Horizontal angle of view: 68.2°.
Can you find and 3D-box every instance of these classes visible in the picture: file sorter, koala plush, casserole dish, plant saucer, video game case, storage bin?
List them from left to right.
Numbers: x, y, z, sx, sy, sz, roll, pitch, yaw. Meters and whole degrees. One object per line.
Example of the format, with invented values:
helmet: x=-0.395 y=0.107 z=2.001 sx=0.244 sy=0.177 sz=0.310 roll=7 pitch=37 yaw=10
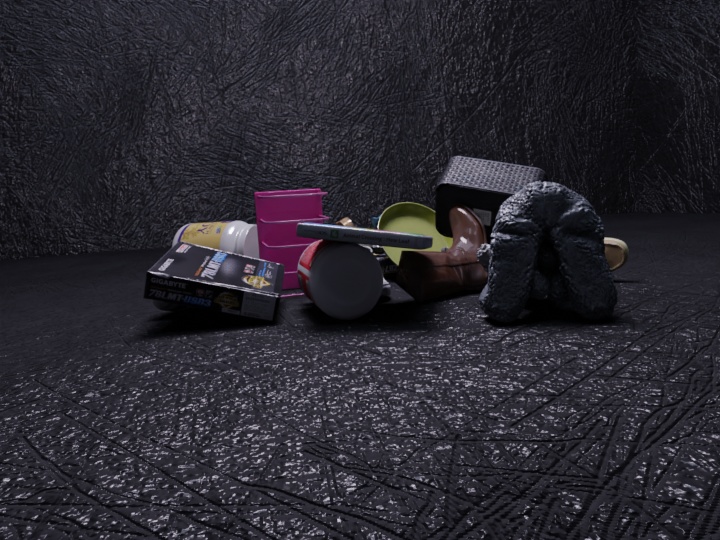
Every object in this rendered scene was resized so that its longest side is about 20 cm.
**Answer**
file sorter: x=-0.130 y=-0.055 z=1.055 sx=0.136 sy=0.204 sz=0.125 roll=-5 pitch=10 yaw=-14
video game case: x=0.016 y=-0.053 z=0.817 sx=0.178 sy=0.023 sz=0.200 roll=7 pitch=5 yaw=11
casserole dish: x=0.116 y=-0.078 z=1.273 sx=0.199 sy=0.039 sz=0.121 roll=36 pitch=-13 yaw=3
plant saucer: x=0.126 y=-0.063 z=1.181 sx=0.197 sy=0.203 sz=0.031 roll=-7 pitch=-29 yaw=-25
storage bin: x=0.254 y=-0.131 z=1.046 sx=0.197 sy=0.137 sz=0.094 roll=13 pitch=49 yaw=19
koala plush: x=0.257 y=-0.021 z=0.777 sx=0.174 sy=0.188 sz=0.200 roll=-2 pitch=-5 yaw=9

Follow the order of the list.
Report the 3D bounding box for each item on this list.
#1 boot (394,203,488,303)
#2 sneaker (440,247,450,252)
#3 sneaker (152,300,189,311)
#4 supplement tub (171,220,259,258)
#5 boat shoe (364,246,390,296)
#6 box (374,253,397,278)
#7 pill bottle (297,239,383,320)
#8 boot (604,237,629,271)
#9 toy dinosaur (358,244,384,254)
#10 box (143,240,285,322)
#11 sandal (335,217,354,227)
boot: x=0.136 y=-0.037 z=0.942 sx=0.197 sy=0.189 sz=0.065 roll=-7 pitch=-31 yaw=-27
sneaker: x=0.227 y=-0.021 z=1.057 sx=0.074 sy=0.084 sz=0.198 roll=3 pitch=10 yaw=43
sneaker: x=-0.279 y=0.029 z=0.959 sx=0.103 sy=0.077 sz=0.200 roll=-1 pitch=7 yaw=17
supplement tub: x=-0.328 y=-0.042 z=1.260 sx=0.196 sy=0.148 sz=0.145 roll=-1 pitch=7 yaw=20
boat shoe: x=0.004 y=-0.001 z=0.998 sx=0.073 sy=0.088 sz=0.202 roll=-5 pitch=7 yaw=-13
box: x=0.014 y=-0.014 z=1.253 sx=0.158 sy=0.050 sz=0.199 roll=-8 pitch=9 yaw=-24
pill bottle: x=-0.042 y=0.007 z=0.858 sx=0.110 sy=0.115 sz=0.200 roll=-5 pitch=8 yaw=-15
boot: x=0.364 y=-0.010 z=0.942 sx=0.197 sy=0.074 sz=0.154 roll=-8 pitch=3 yaw=30
toy dinosaur: x=0.043 y=-0.056 z=1.222 sx=0.196 sy=0.048 sz=0.088 roll=-7 pitch=16 yaw=-11
box: x=-0.225 y=0.014 z=0.868 sx=0.195 sy=0.051 sz=0.200 roll=14 pitch=13 yaw=-9
sandal: x=-0.058 y=-0.068 z=1.224 sx=0.069 sy=0.078 sz=0.212 roll=-30 pitch=-2 yaw=-10
